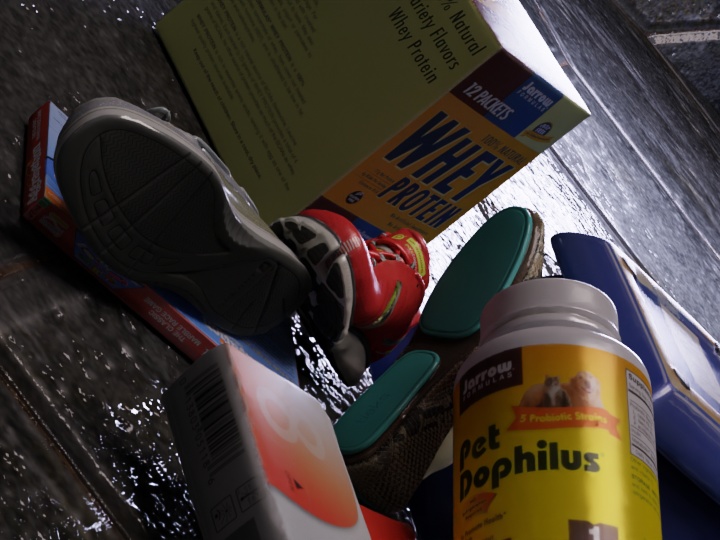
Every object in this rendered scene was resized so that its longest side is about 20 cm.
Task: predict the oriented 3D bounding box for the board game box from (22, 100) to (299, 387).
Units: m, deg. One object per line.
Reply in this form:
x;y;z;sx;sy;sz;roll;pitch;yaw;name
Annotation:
-0.106;0.000;1.116;0.200;0.019;0.103;43;18;-28;board game box

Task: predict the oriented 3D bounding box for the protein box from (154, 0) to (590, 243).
0.006;-0.134;1.371;0.135;0.200;0.199;26;30;-55;protein box

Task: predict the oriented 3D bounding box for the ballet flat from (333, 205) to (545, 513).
0.055;0.057;1.190;0.068;0.200;0.075;9;-33;50;ballet flat

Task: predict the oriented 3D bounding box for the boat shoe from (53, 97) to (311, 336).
-0.096;-0.033;1.061;0.202;0.074;0.065;38;14;-51;boat shoe

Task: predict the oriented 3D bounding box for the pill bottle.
0.103;0.107;1.084;0.109;0.109;0.201;38;40;-39;pill bottle

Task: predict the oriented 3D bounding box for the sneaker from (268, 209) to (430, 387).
0.000;0.000;1.190;0.077;0.085;0.200;54;-6;16;sneaker

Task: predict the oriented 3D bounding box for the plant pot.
0.143;0.108;1.277;0.200;0.180;0.200;39;21;-35;plant pot

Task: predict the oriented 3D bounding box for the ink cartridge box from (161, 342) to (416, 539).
0.002;0.140;0.963;0.200;0.050;0.163;31;27;-42;ink cartridge box
